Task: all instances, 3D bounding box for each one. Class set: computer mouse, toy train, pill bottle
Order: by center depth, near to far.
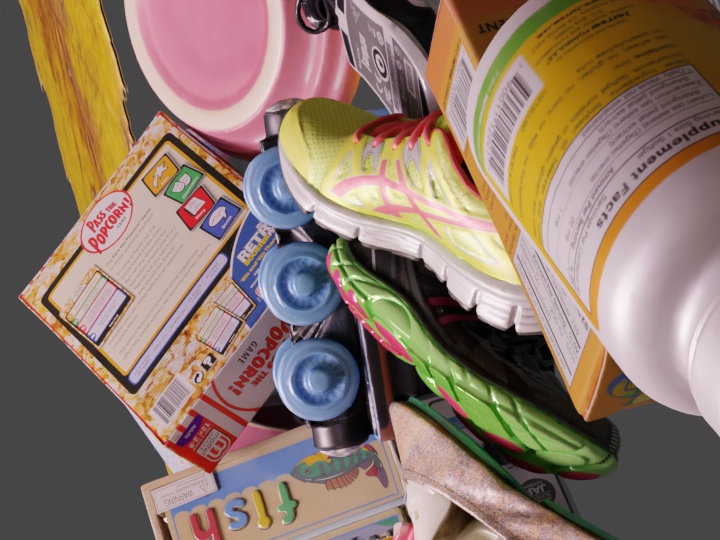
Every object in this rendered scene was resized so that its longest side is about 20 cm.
[{"bbox_3d":[0.123,-0.018,0.894,0.200,0.111,0.111,-121,22,-50],"label":"pill bottle"},{"bbox_3d":[0.015,-0.132,1.332,0.200,0.044,0.110,53,158,45],"label":"computer mouse"},{"bbox_3d":[0.000,0.000,1.377,0.087,0.114,0.201,-149,50,-85],"label":"toy train"}]

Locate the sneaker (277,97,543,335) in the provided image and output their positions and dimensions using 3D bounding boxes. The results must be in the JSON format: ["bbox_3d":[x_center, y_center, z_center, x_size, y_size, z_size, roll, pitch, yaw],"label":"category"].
[{"bbox_3d":[0.041,-0.051,1.219,0.200,0.078,0.091,30,128,32],"label":"sneaker"}]

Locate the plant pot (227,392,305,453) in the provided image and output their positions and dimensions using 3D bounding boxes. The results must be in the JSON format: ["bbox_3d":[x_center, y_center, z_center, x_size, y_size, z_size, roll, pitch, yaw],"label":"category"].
[{"bbox_3d":[-0.027,0.177,1.563,0.200,0.199,0.180,-147,60,-70],"label":"plant pot"}]

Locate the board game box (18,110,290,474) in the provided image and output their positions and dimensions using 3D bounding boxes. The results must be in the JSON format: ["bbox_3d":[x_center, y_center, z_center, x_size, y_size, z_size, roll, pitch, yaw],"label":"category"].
[{"bbox_3d":[-0.108,0.009,1.506,0.046,0.152,0.200,36,-178,-42],"label":"board game box"}]

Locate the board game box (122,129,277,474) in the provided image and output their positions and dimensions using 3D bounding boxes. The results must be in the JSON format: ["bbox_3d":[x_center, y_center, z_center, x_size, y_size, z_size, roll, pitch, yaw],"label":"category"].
[{"bbox_3d":[-0.091,0.043,1.651,0.199,0.043,0.201,66,-150,-57],"label":"board game box"}]

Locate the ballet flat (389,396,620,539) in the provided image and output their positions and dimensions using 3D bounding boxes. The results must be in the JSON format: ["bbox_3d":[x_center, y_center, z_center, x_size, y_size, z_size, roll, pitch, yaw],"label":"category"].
[{"bbox_3d":[0.068,0.131,1.210,0.200,0.067,0.068,33,170,41],"label":"ballet flat"}]

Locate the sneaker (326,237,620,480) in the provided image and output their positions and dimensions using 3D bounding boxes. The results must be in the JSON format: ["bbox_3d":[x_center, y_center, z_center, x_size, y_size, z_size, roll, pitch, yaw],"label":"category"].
[{"bbox_3d":[0.063,0.028,1.246,0.200,0.084,0.077,44,173,32],"label":"sneaker"}]

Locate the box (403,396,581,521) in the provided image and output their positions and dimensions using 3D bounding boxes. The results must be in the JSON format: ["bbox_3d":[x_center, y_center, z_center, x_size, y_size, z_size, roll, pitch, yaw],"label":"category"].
[{"bbox_3d":[0.087,0.172,1.333,0.117,0.060,0.201,97,155,-56],"label":"box"}]

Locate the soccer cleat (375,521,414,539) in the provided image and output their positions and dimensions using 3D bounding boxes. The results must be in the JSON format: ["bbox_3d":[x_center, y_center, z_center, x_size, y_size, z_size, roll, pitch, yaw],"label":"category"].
[{"bbox_3d":[0.031,0.182,1.334,0.200,0.076,0.067,-37,37,59],"label":"soccer cleat"}]

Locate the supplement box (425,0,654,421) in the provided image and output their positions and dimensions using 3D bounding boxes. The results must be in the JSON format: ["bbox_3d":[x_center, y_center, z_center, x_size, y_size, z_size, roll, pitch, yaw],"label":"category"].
[{"bbox_3d":[0.094,-0.037,1.088,0.069,0.066,0.201,104,149,-56],"label":"supplement box"}]

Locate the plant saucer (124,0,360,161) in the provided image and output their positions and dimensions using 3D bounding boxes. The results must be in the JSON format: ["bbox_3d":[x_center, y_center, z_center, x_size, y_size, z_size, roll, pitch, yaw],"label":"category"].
[{"bbox_3d":[-0.080,-0.163,1.511,0.200,0.051,0.201,17,113,45],"label":"plant saucer"}]

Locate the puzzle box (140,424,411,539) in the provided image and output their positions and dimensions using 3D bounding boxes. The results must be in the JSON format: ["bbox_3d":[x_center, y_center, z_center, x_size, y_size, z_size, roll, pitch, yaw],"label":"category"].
[{"bbox_3d":[-0.018,0.156,1.456,0.025,0.199,0.134,54,-164,-72],"label":"puzzle box"}]
